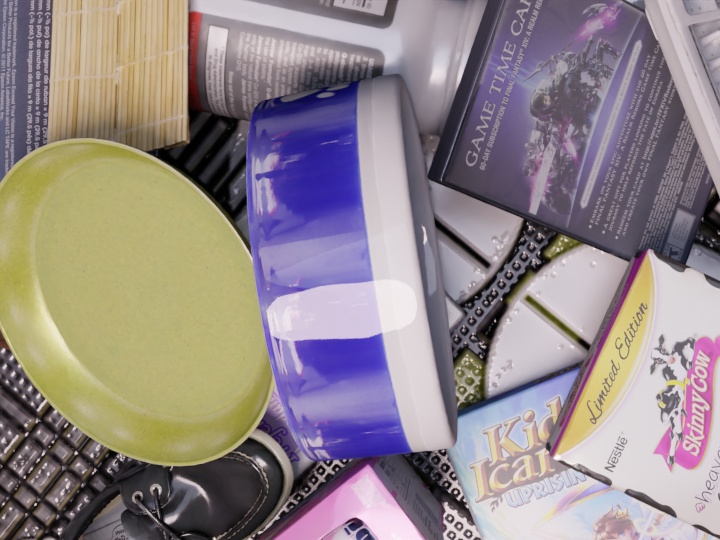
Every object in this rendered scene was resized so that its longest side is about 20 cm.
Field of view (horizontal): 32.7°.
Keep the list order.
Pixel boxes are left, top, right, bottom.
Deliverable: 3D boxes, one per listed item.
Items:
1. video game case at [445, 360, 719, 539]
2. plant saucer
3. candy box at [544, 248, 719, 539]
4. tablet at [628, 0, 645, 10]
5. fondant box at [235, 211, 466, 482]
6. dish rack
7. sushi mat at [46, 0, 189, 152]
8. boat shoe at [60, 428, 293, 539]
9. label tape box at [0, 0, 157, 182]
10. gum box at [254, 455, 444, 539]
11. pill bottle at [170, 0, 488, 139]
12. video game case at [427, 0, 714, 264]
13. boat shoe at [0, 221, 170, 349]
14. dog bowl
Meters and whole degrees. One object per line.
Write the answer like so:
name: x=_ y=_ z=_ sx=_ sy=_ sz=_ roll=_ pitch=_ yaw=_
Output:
video game case: x=0.172 y=0.143 z=0.776 sx=0.199 sy=0.045 sz=0.182 roll=-23 pitch=85 yaw=5
plant saucer: x=-0.127 y=0.017 z=0.698 sx=0.199 sy=0.031 sz=0.201 roll=12 pitch=117 yaw=23
candy box: x=0.227 y=0.089 z=0.719 sx=0.199 sy=0.061 sz=0.137 roll=24 pitch=90 yaw=5
tablet: x=0.153 y=-0.254 z=0.804 sx=0.129 sy=0.014 sz=0.201 roll=-1 pitch=88 yaw=6
fondant box: x=-0.051 y=0.045 z=0.794 sx=0.200 sy=0.058 sz=0.144 roll=-44 pitch=85 yaw=4
dish rack: x=0.250 y=-0.111 z=0.744 sx=0.171 sy=0.043 sz=0.201 roll=-19 pitch=86 yaw=-35
sushi mat: x=-0.142 y=-0.158 z=0.724 sx=0.095 sy=0.012 sz=0.201 roll=-7 pitch=75 yaw=19
boat shoe: x=-0.125 y=0.154 z=0.749 sx=0.199 sy=0.066 sz=0.075 roll=-23 pitch=98 yaw=35
label tape box: x=-0.205 y=-0.109 z=0.789 sx=0.199 sy=0.066 sz=0.144 roll=0 pitch=88 yaw=18
gum box: x=-0.014 y=0.163 z=0.714 sx=0.113 sy=0.200 sz=0.066 roll=-39 pitch=85 yaw=1
pill bottle: x=-0.012 y=-0.139 z=0.765 sx=0.199 sy=0.116 sz=0.116 roll=13 pitch=90 yaw=6
video game case: x=0.144 y=-0.090 z=0.741 sx=0.199 sy=0.019 sz=0.143 roll=19 pitch=90 yaw=-30
boat shoe: x=-0.171 y=0.003 z=0.788 sx=0.202 sy=0.075 sz=0.075 roll=-12 pitch=101 yaw=36
dog bowl: x=0.000 y=0.000 z=0.662 sx=0.078 sy=0.200 sz=0.201 roll=-8 pitch=88 yaw=6
